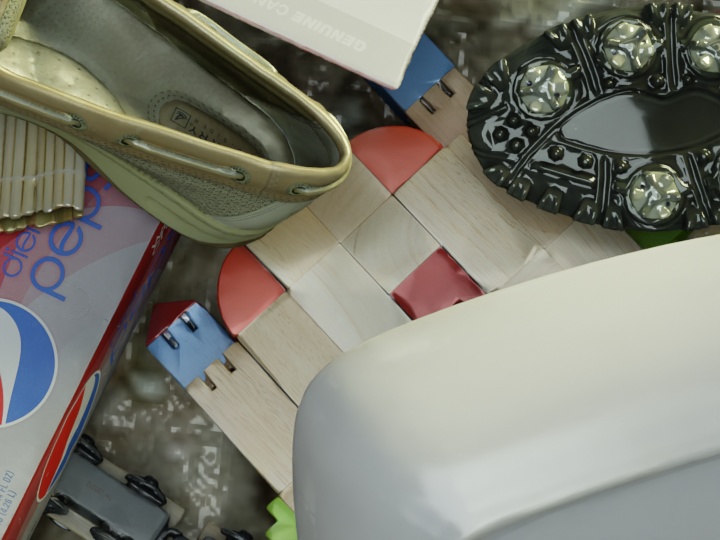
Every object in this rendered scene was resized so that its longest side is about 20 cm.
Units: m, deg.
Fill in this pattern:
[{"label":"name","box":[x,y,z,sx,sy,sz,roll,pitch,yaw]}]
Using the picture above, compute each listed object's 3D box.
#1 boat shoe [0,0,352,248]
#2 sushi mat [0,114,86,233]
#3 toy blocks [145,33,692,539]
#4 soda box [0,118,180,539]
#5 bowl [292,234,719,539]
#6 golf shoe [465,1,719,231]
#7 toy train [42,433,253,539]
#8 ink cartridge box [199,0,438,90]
[{"label":"boat shoe","box":[-0.095,-0.077,0.888,0.201,0.063,0.073,35,61,-18]},{"label":"sushi mat","box":[-0.140,-0.102,0.963,0.095,0.012,0.200,-6,64,10]},{"label":"toy blocks","box":[0.000,0.000,0.979,0.200,0.100,0.137,-43,79,-3]},{"label":"soda box","box":[-0.114,0.014,0.954,0.063,0.070,0.200,24,71,3]},{"label":"bowl","box":[0.084,0.099,0.926,0.200,0.075,0.200,-16,123,-9]},{"label":"golf shoe","box":[0.130,-0.057,0.959,0.200,0.088,0.077,-9,92,-10]},{"label":"toy train","box":[-0.092,0.087,0.996,0.200,0.046,0.034,31,71,3]},{"label":"ink cartridge box","box":[-0.045,-0.167,0.966,0.200,0.045,0.176,25,68,0]}]
